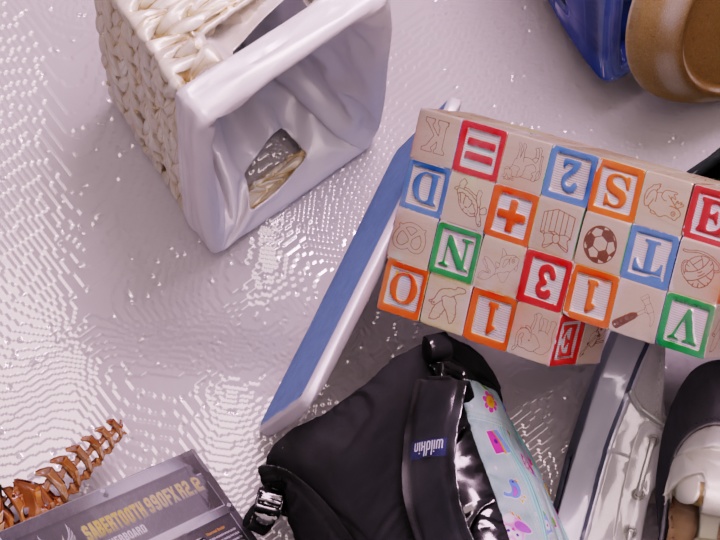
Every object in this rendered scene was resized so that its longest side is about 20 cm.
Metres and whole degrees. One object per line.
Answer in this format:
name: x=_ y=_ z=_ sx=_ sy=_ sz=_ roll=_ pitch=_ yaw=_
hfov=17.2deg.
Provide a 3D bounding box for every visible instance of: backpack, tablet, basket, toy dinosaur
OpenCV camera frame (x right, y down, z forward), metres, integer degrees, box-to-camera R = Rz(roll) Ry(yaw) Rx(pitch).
backpack: x=0.047 y=0.158 z=1.313 sx=0.167 sy=0.126 sz=0.201 roll=-40 pitch=57 yaw=25
tablet: x=0.000 y=0.000 z=1.373 sx=0.014 sy=0.130 sz=0.201 roll=28 pitch=74 yaw=-7
basket: x=-0.072 y=-0.123 z=1.371 sx=0.135 sy=0.200 sz=0.124 roll=-35 pitch=73 yaw=-14
toy dinosaur: x=-0.236 y=0.126 z=1.351 sx=0.199 sy=0.102 sz=0.136 roll=-22 pitch=92 yaw=-29

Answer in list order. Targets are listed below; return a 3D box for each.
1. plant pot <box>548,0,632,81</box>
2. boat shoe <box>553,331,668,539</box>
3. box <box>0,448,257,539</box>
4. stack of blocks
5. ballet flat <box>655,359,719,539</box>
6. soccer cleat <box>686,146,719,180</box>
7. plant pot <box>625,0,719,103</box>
plant pot: x=0.175 y=-0.270 z=1.430 sx=0.199 sy=0.200 sz=0.180 roll=-32 pitch=64 yaw=-12
boat shoe: x=0.165 y=0.115 z=1.384 sx=0.086 sy=0.075 sz=0.203 roll=17 pitch=75 yaw=1
box: x=-0.111 y=0.193 z=1.282 sx=0.048 sy=0.200 sz=0.159 roll=-41 pitch=80 yaw=27
stack of blocks: x=0.116 y=-0.008 z=1.279 sx=0.199 sy=0.058 sz=0.116 roll=17 pitch=100 yaw=31
ballet flat: x=0.195 y=0.150 z=1.323 sx=0.073 sy=0.073 sz=0.201 roll=10 pitch=87 yaw=-2
soccer cleat: x=0.253 y=-0.065 z=1.439 sx=0.200 sy=0.081 sz=0.068 roll=-35 pitch=80 yaw=-13
plant pot: x=0.244 y=-0.175 z=1.410 sx=0.200 sy=0.200 sz=0.028 roll=-33 pitch=56 yaw=-13
